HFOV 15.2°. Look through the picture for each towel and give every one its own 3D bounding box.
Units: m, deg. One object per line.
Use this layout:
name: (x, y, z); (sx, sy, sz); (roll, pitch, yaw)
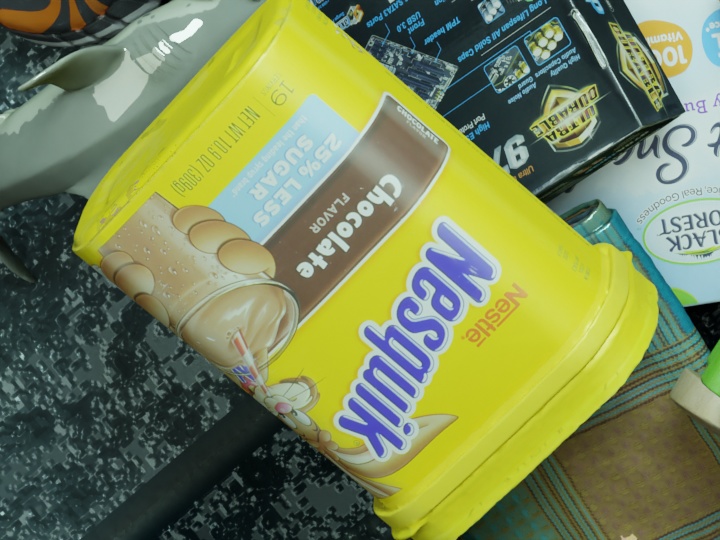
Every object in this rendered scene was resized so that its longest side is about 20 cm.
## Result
towel: (0.099, 0.080, 1.193); (0.146, 0.022, 0.201); (-28, 106, 21)

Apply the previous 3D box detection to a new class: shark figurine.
shark figurine: (-0.123, -0.042, 1.182); (0.214, 0.128, 0.090); (-32, 91, 38)

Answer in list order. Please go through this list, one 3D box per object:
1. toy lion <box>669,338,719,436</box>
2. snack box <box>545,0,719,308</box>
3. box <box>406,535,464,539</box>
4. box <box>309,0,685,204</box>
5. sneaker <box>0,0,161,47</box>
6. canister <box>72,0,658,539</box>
toy lion: (0.218, 0.077, 1.083); (0.199, 0.192, 0.069); (30, 96, -17)
snack box: (0.139, -0.087, 1.180); (0.141, 0.053, 0.202); (-9, 95, 16)
box: (0.061, 0.209, 1.175); (0.021, 0.163, 0.201); (-18, 96, -7)
box: (0.020, -0.085, 1.175); (0.200, 0.046, 0.160); (-34, 81, 33)
sneaker: (-0.119, -0.160, 1.177); (0.199, 0.112, 0.078); (-17, 66, 38)
canister: (0.000, 0.000, 1.105); (0.200, 0.087, 0.149); (39, 113, -14)
